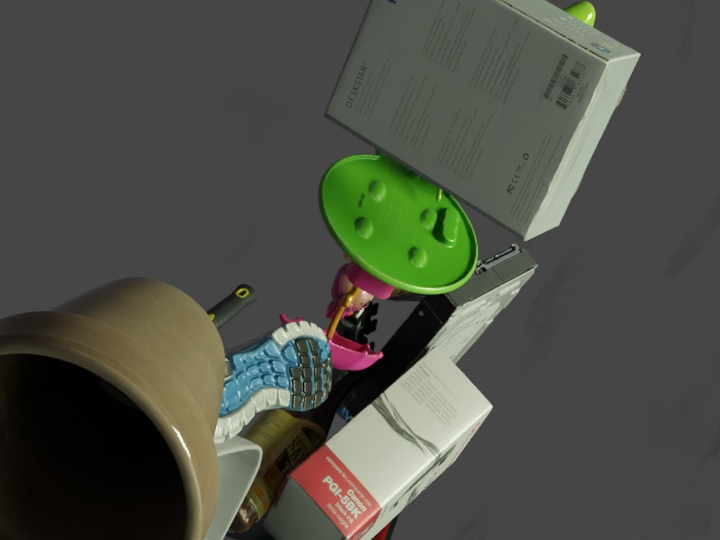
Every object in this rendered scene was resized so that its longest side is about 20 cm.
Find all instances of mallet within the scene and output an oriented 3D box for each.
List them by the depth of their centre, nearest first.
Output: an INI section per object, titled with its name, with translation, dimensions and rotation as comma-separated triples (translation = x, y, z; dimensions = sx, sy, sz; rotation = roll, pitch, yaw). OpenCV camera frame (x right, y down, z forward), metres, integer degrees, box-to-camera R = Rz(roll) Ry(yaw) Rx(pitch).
[mallet]
translation = -0.140, 0.048, 1.298
dimensions = 0.200, 0.065, 0.042
rotation = -54, 166, -61

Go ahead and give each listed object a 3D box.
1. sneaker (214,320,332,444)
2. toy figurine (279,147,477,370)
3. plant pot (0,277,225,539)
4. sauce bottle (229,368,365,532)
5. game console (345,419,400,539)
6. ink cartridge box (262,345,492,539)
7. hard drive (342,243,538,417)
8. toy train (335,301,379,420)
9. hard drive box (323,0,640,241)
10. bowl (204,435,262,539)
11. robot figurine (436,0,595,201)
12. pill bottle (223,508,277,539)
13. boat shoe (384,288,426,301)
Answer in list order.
[sneaker]
translation = -0.102, 0.089, 1.376
dimensions = 0.199, 0.086, 0.076
rotation = -14, 96, -52
[toy figurine]
translation = 0.000, 0.000, 1.480
dimensions = 0.185, 0.149, 0.201
rotation = -56, -169, 40
[plant pot]
translation = -0.167, 0.095, 1.101
dimensions = 0.175, 0.198, 0.202
rotation = -58, 171, -60
[sauce bottle]
translation = -0.069, 0.154, 1.582
dimensions = 0.200, 0.066, 0.066
rotation = -49, 159, -25
[game console]
translation = 0.043, 0.177, 1.826
dimensions = 0.118, 0.173, 0.201
rotation = -11, 136, -29
[ink cartridge box]
translation = 0.016, 0.182, 1.567
dimensions = 0.200, 0.083, 0.147
rotation = -39, 167, -27
[hard drive]
translation = 0.077, 0.063, 1.648
dimensions = 0.139, 0.038, 0.200
rotation = -25, 159, -47
[toy train]
translation = -0.009, 0.092, 1.679
dimensions = 0.046, 0.034, 0.201
rotation = -42, 156, -29
[hard drive box]
translation = 0.092, -0.144, 1.312
dimensions = 0.077, 0.199, 0.157
rotation = -22, 142, -60
[bowl]
translation = -0.182, 0.215, 1.381
dimensions = 0.202, 0.074, 0.199
rotation = -63, 160, 12
[robot figurine]
translation = 0.125, -0.146, 1.435
dimensions = 0.199, 0.176, 0.116
rotation = -34, 175, -2
[pill bottle]
translation = -0.105, 0.296, 1.625
dimensions = 0.200, 0.119, 0.121
rotation = -33, 149, -51
[boat shoe]
translation = 0.054, -0.004, 1.636
dimensions = 0.200, 0.072, 0.066
rotation = 26, 60, -82
